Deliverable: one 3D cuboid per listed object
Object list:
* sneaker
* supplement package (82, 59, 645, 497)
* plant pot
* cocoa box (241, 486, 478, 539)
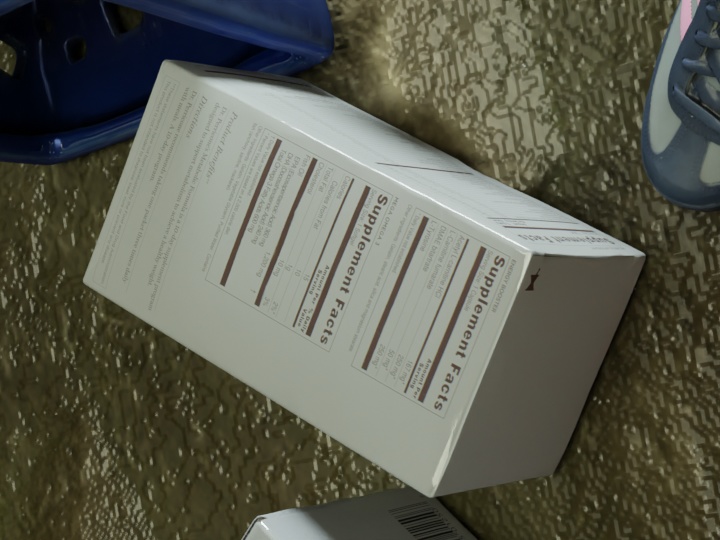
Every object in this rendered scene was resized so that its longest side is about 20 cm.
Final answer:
[{"bbox_3d":[0.151,-0.108,0.766,0.070,0.082,0.201,32,118,23],"label":"sneaker"},{"bbox_3d":[0.000,0.000,0.856,0.200,0.114,0.110,29,105,30],"label":"supplement package"},{"bbox_3d":[-0.152,-0.166,0.909,0.199,0.200,0.181,-18,76,33],"label":"plant pot"},{"bbox_3d":[0.024,0.209,0.833,0.200,0.133,0.131,43,113,25],"label":"cocoa box"}]
